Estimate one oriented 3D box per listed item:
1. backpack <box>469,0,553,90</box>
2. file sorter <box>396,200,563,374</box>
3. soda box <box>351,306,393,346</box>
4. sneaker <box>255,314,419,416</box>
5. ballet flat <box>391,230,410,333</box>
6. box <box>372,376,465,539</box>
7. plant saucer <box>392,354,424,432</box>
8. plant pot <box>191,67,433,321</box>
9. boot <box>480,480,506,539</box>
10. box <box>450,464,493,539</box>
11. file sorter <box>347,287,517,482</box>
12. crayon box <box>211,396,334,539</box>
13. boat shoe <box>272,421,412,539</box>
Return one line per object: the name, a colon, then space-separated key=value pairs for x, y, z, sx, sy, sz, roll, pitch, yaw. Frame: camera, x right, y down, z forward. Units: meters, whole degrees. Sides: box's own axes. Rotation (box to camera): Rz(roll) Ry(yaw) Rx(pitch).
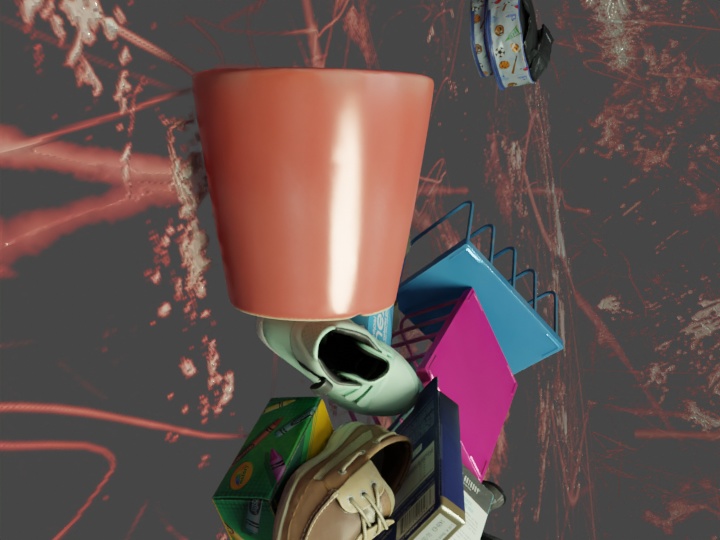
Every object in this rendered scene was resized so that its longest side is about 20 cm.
backpack: x=0.295 y=-0.466 z=1.505 sx=0.200 sy=0.151 sz=0.195 roll=48 pitch=35 yaw=-46
file sorter: x=0.157 y=0.030 z=1.012 sx=0.200 sy=0.138 sz=0.124 roll=43 pitch=35 yaw=-20
soda box: x=0.000 y=0.000 z=0.819 sx=0.068 sy=0.062 sz=0.205 roll=44 pitch=47 yaw=-57
sneaker: x=0.004 y=0.096 z=0.675 sx=0.199 sy=0.117 sz=0.075 roll=34 pitch=83 yaw=-35
ballet flat: x=0.023 y=-0.001 z=0.909 sx=0.066 sy=0.046 sz=0.204 roll=29 pitch=48 yaw=-27
box: x=0.046 y=0.193 z=0.690 sx=0.032 sy=0.122 sz=0.201 roll=34 pitch=22 yaw=-10
plant saucer: x=0.090 y=0.220 z=1.041 sx=0.199 sy=0.027 sz=0.207 roll=-5 pitch=90 yaw=-67
plant pot: x=-0.039 y=-0.063 z=0.608 sx=0.200 sy=0.195 sz=0.183 roll=-21 pitch=114 yaw=-66
boot: x=0.135 y=0.296 z=0.888 sx=0.130 sy=0.197 sz=0.072 roll=-26 pitch=106 yaw=-38
box: x=0.058 y=0.272 z=0.706 sx=0.082 sy=0.049 sz=0.202 roll=46 pitch=46 yaw=-15
file sorter: x=0.085 y=0.141 z=0.889 sx=0.142 sy=0.123 sz=0.200 roll=63 pitch=31 yaw=-11
crayon box: x=-0.050 y=0.230 z=0.663 sx=0.119 sy=0.057 sz=0.204 roll=-59 pitch=139 yaw=-54
boat shoe: x=-0.009 y=0.182 z=0.604 sx=0.200 sy=0.070 sz=0.078 roll=-49 pitch=129 yaw=-60
